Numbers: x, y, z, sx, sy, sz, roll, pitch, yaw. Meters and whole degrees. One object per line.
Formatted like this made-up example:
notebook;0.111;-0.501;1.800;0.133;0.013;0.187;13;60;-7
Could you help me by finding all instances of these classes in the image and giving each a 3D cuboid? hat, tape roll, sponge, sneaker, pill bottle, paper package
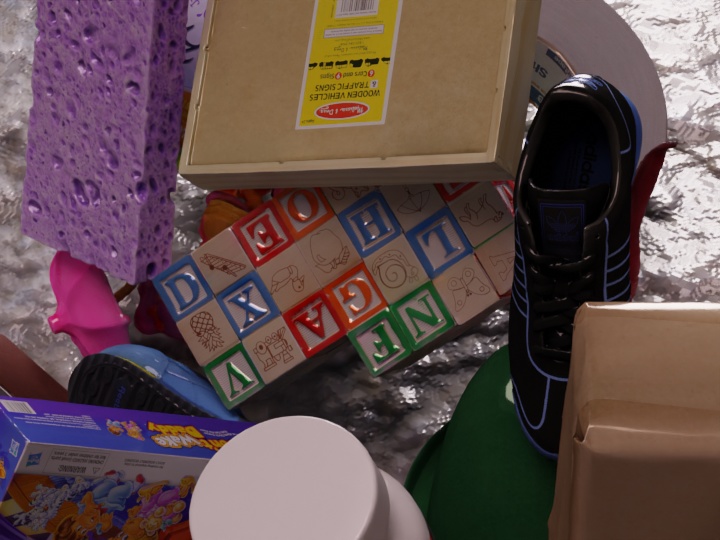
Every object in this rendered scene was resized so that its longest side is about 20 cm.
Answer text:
hat;0.084;0.063;1.532;0.166;0.176;0.200;2;49;20
tape roll;0.074;-0.082;1.689;0.200;0.066;0.200;4;62;-8
sponge;-0.144;-0.102;1.632;0.030;0.200;0.112;-11;25;-40
sneaker;-0.072;0.104;1.633;0.200;0.078;0.066;36;110;23
sneaker;0.104;0.000;1.477;0.070;0.078;0.200;2;89;18
pill bottle;-0.011;0.164;1.452;0.116;0.200;0.116;-9;54;12
paper package;0.195;0.108;1.418;0.200;0.191;0.104;2;48;0

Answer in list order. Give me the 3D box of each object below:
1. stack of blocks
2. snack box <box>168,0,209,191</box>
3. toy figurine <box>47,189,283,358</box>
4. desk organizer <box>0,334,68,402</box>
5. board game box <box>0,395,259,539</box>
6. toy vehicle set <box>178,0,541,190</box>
stack of blocks;0.000;0.000;1.594;0.200;0.059;0.115;-33;83;20
snack box;-0.102;-0.165;1.681;0.142;0.053;0.200;-44;60;9
toy figurine;-0.101;-0.014;1.739;0.200;0.150;0.184;23;72;7
desk organizer;-0.179;0.115;1.654;0.200;0.077;0.072;39;103;25
board game box;-0.126;0.140;1.500;0.045;0.200;0.135;44;116;43
toy vehicle set;-0.001;-0.108;1.554;0.200;0.027;0.124;-1;72;32
